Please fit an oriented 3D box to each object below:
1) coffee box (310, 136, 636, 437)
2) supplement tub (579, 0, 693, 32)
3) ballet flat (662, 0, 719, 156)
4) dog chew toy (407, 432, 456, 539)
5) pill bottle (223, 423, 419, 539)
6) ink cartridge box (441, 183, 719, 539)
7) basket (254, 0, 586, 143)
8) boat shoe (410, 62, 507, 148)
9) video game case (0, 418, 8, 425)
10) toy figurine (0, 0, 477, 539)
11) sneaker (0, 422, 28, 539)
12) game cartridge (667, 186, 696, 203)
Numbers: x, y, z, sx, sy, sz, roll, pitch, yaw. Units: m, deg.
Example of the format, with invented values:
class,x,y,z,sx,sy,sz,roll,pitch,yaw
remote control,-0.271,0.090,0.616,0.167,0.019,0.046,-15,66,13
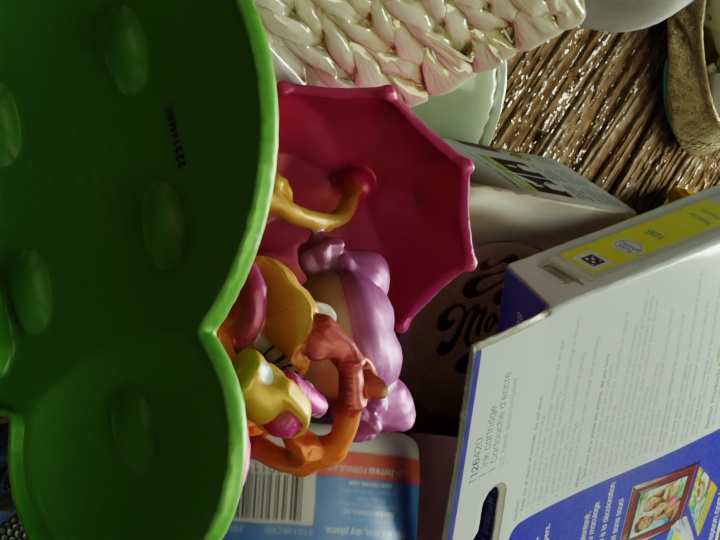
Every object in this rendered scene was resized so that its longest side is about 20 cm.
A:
class,x,y,z,sx,sy,sz,roll,pitch,yaw
coffee box,0.000,0.000,0.751,0.199,0.080,0.113,9,107,-31
supplement tub,0.158,-0.206,0.841,0.200,0.132,0.132,-34,135,-35
ballet flat,0.201,-0.131,0.998,0.071,0.065,0.200,-47,141,-23
dog chew toy,0.069,0.135,0.935,0.125,0.124,0.200,-46,168,-24
pill bottle,-0.035,0.162,0.713,0.112,0.112,0.201,13,78,-54
ink cartridge box,0.089,0.079,0.757,0.199,0.047,0.198,-17,126,-38
basket,-0.017,-0.153,0.610,0.123,0.136,0.200,-21,147,16
boat shoe,0.022,-0.053,0.824,0.071,0.061,0.202,-10,116,-21
video game case,-0.218,0.062,0.551,0.182,0.023,0.200,-34,144,-1
toy figurine,-0.027,0.001,0.568,0.184,0.150,0.201,10,60,-54
sneaker,-0.072,0.065,0.608,0.200,0.078,0.076,-49,140,-48
game cartridge,0.163,0.059,1.018,0.176,0.032,0.201,-74,-175,-81
